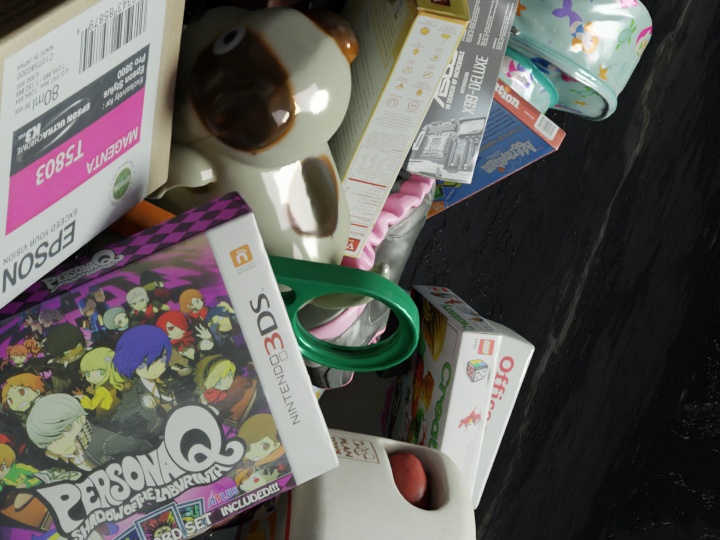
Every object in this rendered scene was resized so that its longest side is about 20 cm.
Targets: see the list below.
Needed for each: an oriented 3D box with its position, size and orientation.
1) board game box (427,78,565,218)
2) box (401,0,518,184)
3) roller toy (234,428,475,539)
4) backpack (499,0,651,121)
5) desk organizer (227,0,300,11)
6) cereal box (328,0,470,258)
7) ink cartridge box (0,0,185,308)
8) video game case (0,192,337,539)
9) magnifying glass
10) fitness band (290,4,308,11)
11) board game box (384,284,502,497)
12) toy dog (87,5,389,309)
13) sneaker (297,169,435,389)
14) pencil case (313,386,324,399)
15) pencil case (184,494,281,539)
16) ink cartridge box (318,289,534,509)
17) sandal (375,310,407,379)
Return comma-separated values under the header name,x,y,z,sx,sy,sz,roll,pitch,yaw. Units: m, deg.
name,x,y,z,sx,sy,sz,roll,pitch,yaw
board game box,0.059,-0.098,1.440,0.019,0.103,0.200,-58,-165,-26
box,0.051,-0.169,1.294,0.158,0.050,0.200,-141,-116,-68
roller toy,-0.015,0.198,1.315,0.182,0.140,0.200,134,-35,-61
backpack,0.111,-0.181,1.451,0.178,0.200,0.151,73,39,-82
desk organizer,-0.033,-0.229,1.229,0.200,0.072,0.077,-38,149,-56
cereal box,0.011,-0.127,1.241,0.144,0.039,0.200,-96,-156,-46
ink cartridge box,-0.172,-0.085,0.997,0.200,0.075,0.165,-45,151,-50
video game case,-0.128,0.074,1.088,0.200,0.036,0.181,-24,121,-11
magnifying glass,-0.054,0.006,1.136,0.080,0.200,0.022,-42,-148,42
fitness band,-0.068,-0.089,1.359,0.144,0.037,0.200,-10,120,-66
board game box,0.053,0.123,1.434,0.126,0.035,0.200,-137,-125,-69
toy dog,-0.068,-0.068,1.145,0.140,0.194,0.200,-38,155,-35
sneaker,0.000,0.000,1.320,0.200,0.079,0.095,-58,146,-40
pencil case,-0.079,0.083,1.404,0.200,0.091,0.083,-56,163,-13
pencil case,-0.144,0.144,1.217,0.200,0.089,0.078,-16,89,-34
ink cartridge box,0.016,0.088,1.532,0.086,0.200,0.148,-144,-107,-74
sandal,0.013,-0.020,1.437,0.076,0.043,0.200,-129,-153,-68
